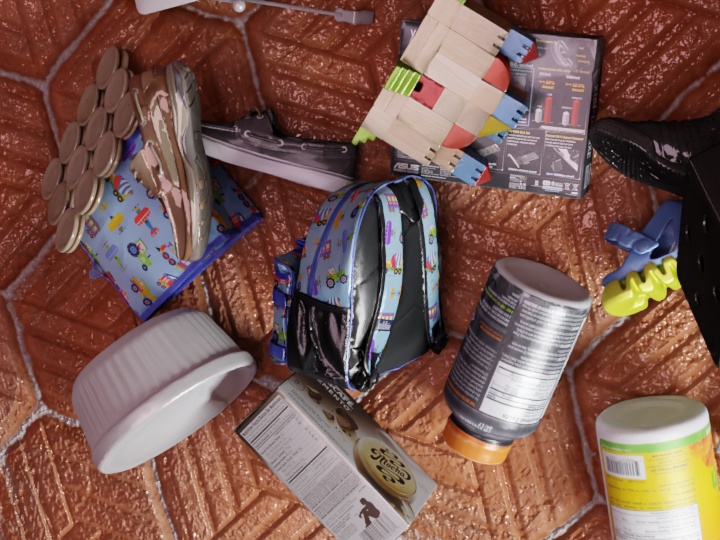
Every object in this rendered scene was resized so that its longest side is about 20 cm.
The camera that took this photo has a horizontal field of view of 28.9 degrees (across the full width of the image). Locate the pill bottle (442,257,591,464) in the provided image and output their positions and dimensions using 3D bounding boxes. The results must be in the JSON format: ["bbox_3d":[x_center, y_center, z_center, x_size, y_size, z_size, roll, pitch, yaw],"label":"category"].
[{"bbox_3d":[0.149,0.096,1.414,0.106,0.106,0.200,25,110,11],"label":"pill bottle"}]

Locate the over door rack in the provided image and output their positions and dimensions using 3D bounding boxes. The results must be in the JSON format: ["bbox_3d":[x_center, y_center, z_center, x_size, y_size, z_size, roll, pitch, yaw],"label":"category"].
[{"bbox_3d":[-0.082,-0.333,1.407,0.200,0.067,0.148,11,107,16],"label":"over door rack"}]

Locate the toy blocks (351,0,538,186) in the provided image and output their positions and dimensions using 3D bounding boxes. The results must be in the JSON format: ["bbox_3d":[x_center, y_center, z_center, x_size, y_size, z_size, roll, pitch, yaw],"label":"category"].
[{"bbox_3d":[0.098,-0.170,1.328,0.137,0.100,0.200,30,111,-3],"label":"toy blocks"}]

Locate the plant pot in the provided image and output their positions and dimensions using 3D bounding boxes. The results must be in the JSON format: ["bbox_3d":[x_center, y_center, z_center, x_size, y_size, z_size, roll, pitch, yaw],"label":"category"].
[{"bbox_3d":[0.376,-0.018,1.192,0.177,0.200,0.200,-6,129,-2],"label":"plant pot"}]

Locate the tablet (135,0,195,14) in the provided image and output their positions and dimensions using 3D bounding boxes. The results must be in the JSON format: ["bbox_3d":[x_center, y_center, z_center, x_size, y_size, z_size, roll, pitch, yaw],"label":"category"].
[{"bbox_3d":[-0.170,-0.341,1.414,0.200,0.014,0.130,-5,97,40],"label":"tablet"}]

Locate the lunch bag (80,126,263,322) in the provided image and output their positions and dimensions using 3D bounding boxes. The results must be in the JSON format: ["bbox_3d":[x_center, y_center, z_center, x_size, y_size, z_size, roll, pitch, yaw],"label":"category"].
[{"bbox_3d":[-0.233,-0.047,1.521,0.200,0.094,0.151,-40,87,28],"label":"lunch bag"}]

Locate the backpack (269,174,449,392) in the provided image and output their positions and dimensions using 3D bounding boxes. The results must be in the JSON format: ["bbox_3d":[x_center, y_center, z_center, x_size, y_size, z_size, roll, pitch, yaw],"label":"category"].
[{"bbox_3d":[0.000,0.000,1.400,0.134,0.182,0.200,13,110,32],"label":"backpack"}]

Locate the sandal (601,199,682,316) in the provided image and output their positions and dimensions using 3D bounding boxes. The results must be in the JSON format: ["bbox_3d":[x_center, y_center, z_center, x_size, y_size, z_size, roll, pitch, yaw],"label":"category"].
[{"bbox_3d":[0.313,-0.034,1.346,0.200,0.079,0.087,-25,66,14],"label":"sandal"}]

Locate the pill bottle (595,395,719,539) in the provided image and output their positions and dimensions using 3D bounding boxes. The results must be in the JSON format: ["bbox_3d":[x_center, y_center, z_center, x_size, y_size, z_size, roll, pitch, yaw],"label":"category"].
[{"bbox_3d":[0.303,0.235,1.394,0.111,0.111,0.200,-6,102,20],"label":"pill bottle"}]

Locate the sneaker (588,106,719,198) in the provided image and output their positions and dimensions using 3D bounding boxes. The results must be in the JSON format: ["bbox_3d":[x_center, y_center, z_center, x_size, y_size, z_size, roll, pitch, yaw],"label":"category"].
[{"bbox_3d":[0.325,-0.119,1.318,0.200,0.060,0.104,29,67,24],"label":"sneaker"}]

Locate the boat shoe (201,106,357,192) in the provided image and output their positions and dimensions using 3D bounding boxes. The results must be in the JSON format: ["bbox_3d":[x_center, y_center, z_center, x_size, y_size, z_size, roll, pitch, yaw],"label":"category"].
[{"bbox_3d":[-0.097,-0.137,1.456,0.200,0.070,0.066,18,97,6],"label":"boat shoe"}]

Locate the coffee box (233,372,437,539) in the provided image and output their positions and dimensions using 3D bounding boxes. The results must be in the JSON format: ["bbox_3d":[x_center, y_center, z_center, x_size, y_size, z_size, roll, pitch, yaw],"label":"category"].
[{"bbox_3d":[-0.025,0.202,1.497,0.200,0.113,0.080,46,112,4],"label":"coffee box"}]

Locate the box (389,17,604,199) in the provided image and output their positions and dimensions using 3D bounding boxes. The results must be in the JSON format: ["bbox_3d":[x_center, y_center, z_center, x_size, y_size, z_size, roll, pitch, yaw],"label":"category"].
[{"bbox_3d":[0.133,-0.163,1.385,0.200,0.050,0.158,8,105,17],"label":"box"}]

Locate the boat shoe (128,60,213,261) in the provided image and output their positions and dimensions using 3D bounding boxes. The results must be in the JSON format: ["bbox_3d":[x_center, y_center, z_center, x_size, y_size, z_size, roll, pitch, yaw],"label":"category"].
[{"bbox_3d":[-0.192,-0.107,1.401,0.072,0.076,0.201,-7,90,5],"label":"boat shoe"}]

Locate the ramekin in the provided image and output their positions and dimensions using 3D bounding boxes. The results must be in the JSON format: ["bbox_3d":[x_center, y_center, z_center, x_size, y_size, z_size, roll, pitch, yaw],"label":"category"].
[{"bbox_3d":[-0.218,0.123,1.504,0.202,0.202,0.094,-41,76,23],"label":"ramekin"}]

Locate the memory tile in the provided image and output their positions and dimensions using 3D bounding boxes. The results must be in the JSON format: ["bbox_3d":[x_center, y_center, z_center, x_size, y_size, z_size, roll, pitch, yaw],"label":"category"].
[{"bbox_3d":[-0.290,-0.131,1.501,0.017,0.153,0.200,16,117,-33],"label":"memory tile"}]

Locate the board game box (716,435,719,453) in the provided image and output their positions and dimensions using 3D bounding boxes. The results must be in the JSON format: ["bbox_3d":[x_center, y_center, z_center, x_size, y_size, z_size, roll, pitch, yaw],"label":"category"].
[{"bbox_3d":[0.467,0.109,1.344,0.200,0.043,0.199,15,108,15],"label":"board game box"}]
